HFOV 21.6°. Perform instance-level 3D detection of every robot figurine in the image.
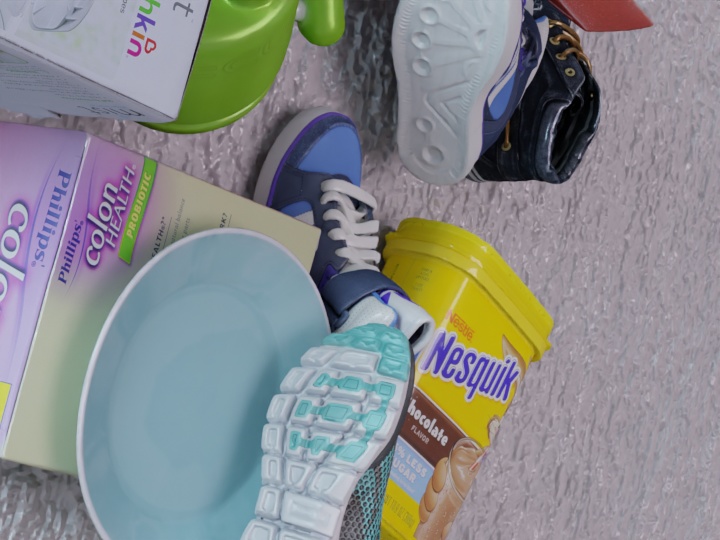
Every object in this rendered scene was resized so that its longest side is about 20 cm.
[{"bbox_3d":[-0.093,-0.145,1.021,0.175,0.200,0.116,-9,74,-12],"label":"robot figurine"}]

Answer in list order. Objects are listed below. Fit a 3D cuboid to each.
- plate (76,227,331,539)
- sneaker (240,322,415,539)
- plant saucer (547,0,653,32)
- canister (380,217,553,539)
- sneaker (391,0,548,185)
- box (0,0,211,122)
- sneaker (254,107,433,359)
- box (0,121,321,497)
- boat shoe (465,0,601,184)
[{"bbox_3d":[-0.087,0.074,1.042,0.200,0.026,0.200,-12,106,-48],"label":"plate"},{"bbox_3d":[-0.017,0.128,1.077,0.200,0.078,0.091,-67,155,-10],"label":"sneaker"},{"bbox_3d":[0.080,-0.240,1.222,0.037,0.200,0.200,-48,137,5],"label":"plant saucer"},{"bbox_3d":[0.040,0.087,1.301,0.149,0.087,0.200,46,64,-44],"label":"canister"},{"bbox_3d":[0.080,-0.167,1.253,0.200,0.081,0.146,98,17,-45],"label":"sneaker"},{"bbox_3d":[-0.199,-0.142,0.879,0.176,0.200,0.097,21,81,-49],"label":"box"},{"bbox_3d":[0.000,0.000,1.174,0.081,0.146,0.200,26,78,-49],"label":"sneaker"},{"bbox_3d":[-0.138,0.029,1.067,0.200,0.097,0.176,21,81,-51],"label":"box"},{"bbox_3d":[0.140,-0.153,1.367,0.071,0.091,0.200,30,74,-49],"label":"boat shoe"}]
